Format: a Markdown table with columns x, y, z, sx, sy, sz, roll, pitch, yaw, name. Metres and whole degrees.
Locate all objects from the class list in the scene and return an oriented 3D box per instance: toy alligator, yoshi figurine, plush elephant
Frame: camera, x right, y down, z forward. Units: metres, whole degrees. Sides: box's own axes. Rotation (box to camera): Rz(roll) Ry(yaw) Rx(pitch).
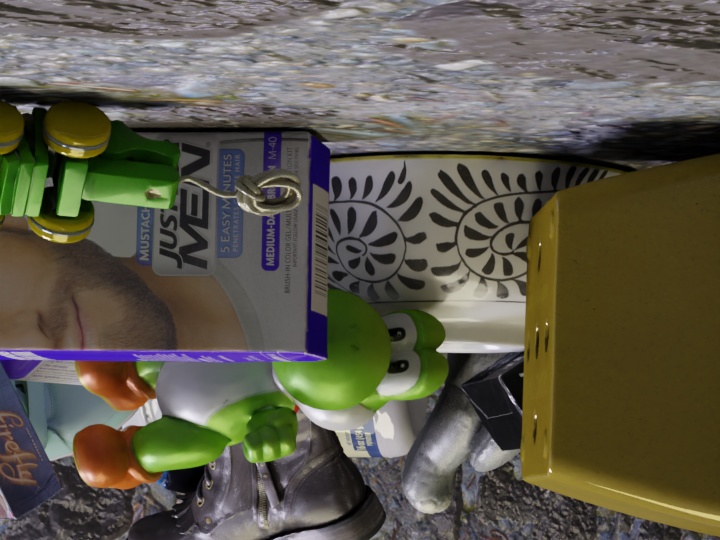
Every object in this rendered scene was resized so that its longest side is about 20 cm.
| x | y | z | sx | sy | sz | roll | pitch | yaw | name |
| --- | --- | --- | --- | --- | --- | --- | --- | --- | --- |
| -0.127 | -0.051 | 1.284 | 0.200 | 0.059 | 0.054 | 1 | -143 | -20 | toy alligator |
| -0.058 | 0.051 | 1.462 | 0.200 | 0.112 | 0.112 | -13 | -161 | 19 | yoshi figurine |
| 0.137 | 0.064 | 1.848 | 0.155 | 0.165 | 0.200 | 20 | 136 | -12 | plush elephant |

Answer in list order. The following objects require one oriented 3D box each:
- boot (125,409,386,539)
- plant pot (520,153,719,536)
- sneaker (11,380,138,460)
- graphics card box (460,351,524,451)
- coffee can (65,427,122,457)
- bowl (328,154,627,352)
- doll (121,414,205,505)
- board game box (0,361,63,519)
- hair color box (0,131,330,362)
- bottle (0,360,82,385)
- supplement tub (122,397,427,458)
| x | y | z | sx | sy | sz | roll | pitch | yaw | name |
| --- | --- | --- | --- | --- | --- | --- | --- | --- | --- |
| -0.087 | 0.102 | 1.787 | 0.200 | 0.174 | 0.069 | -13 | -154 | 23 | boot |
| 0.172 | 0.037 | 1.379 | 0.176 | 0.200 | 0.200 | 3 | 175 | -2 | plant pot |
| -0.223 | 0.092 | 1.731 | 0.200 | 0.074 | 0.118 | -10 | -176 | -12 | sneaker |
| 0.158 | 0.028 | 1.586 | 0.200 | 0.051 | 0.125 | -34 | -179 | -8 | graphics card box |
| -0.187 | 0.070 | 2.132 | 0.146 | 0.147 | 0.200 | -1 | 175 | 21 | coffee can |
| 0.050 | -0.005 | 1.525 | 0.201 | 0.094 | 0.201 | 2 | 175 | 0 | bowl |
| -0.088 | 0.099 | 1.850 | 0.136 | 0.200 | 0.048 | 4 | -145 | -13 | doll |
| -0.245 | 0.043 | 1.568 | 0.035 | 0.200 | 0.135 | -29 | -170 | -26 | board game box |
| -0.118 | -0.011 | 1.388 | 0.200 | 0.109 | 0.065 | 0 | 175 | 10 | hair color box |
| -0.151 | 0.026 | 1.641 | 0.065 | 0.084 | 0.200 | -43 | 153 | 26 | bottle |
| -0.059 | 0.055 | 1.934 | 0.200 | 0.145 | 0.145 | 0 | 175 | 9 | supplement tub |
